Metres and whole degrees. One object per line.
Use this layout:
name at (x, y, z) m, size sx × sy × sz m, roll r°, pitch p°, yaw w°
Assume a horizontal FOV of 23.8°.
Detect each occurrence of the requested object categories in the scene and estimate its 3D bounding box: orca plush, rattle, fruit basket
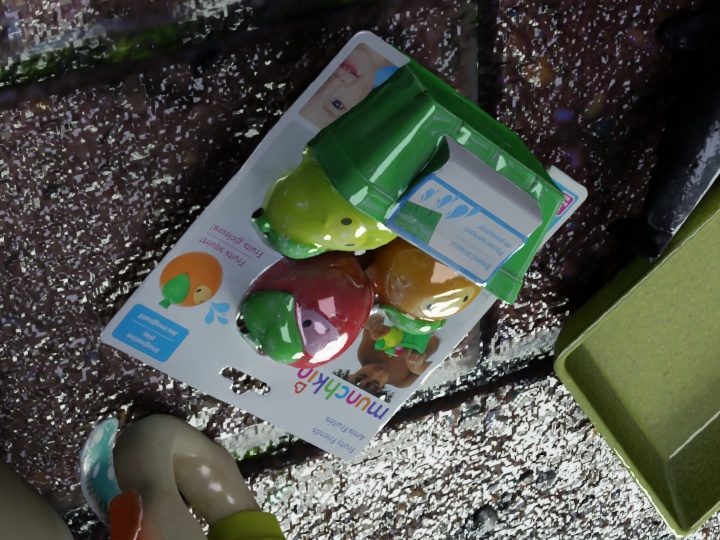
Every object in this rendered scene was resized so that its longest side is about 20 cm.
orca plush at (0.190, -0.105, 0.936) m, size 0.201 × 0.071 × 0.105 m, roll -56°, pitch 173°, yaw 13°
rattle at (-0.124, 0.142, 0.822) m, size 0.142 × 0.131 × 0.200 m, roll -16°, pitch 174°, yaw 16°
fruit basket at (0.000, 0.000, 0.849) m, size 0.185 × 0.094 × 0.200 m, roll 31°, pitch 101°, yaw -39°

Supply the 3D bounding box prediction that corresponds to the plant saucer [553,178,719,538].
plant saucer at (0.215, 0.034, 1.024) m, size 0.200 × 0.048 × 0.200 m, roll -42°, pitch 129°, yaw -3°

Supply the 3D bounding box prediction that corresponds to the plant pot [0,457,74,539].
plant pot at (-0.220, 0.135, 0.752) m, size 0.200 × 0.200 × 0.173 m, roll -49°, pitch 147°, yaw 3°
